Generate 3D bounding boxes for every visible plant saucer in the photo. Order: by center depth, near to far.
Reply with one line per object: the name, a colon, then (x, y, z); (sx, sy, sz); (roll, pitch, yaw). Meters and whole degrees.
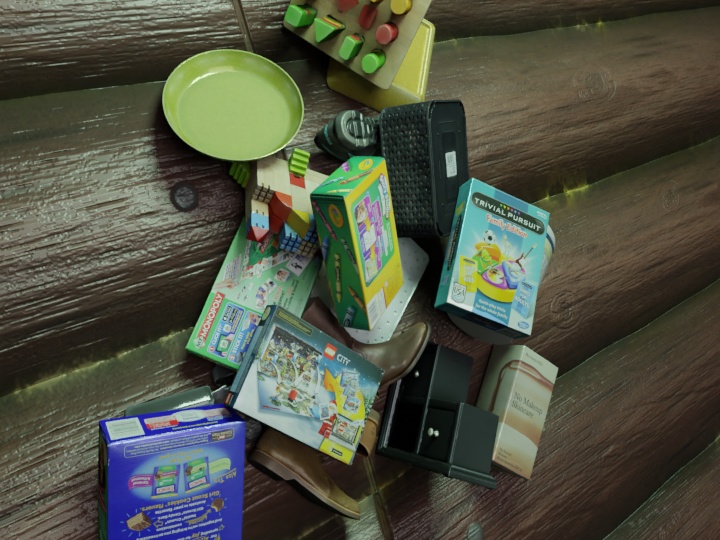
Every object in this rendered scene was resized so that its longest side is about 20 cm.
plant saucer: (-0.177, -0.227, 0.833); (0.192, 0.031, 0.206); (6, 60, -10)
plant saucer: (0.050, -0.378, 1.013); (0.195, 0.048, 0.208); (17, 76, -29)

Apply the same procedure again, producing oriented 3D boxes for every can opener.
can opener: (-0.220, 0.171, 0.797); (0.195, 0.053, 0.067); (-16, 58, -32)

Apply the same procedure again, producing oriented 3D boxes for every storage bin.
storage bin: (0.108, -0.163, 0.951); (0.134, 0.091, 0.208); (-22, 111, -53)

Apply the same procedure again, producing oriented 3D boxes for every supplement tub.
supplement tub: (0.242, 0.008, 1.026); (0.144, 0.144, 0.204); (37, 68, -21)

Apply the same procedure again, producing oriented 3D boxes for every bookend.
bookend: (0.128, 0.204, 0.905); (0.090, 0.198, 0.206); (21, 75, -26)

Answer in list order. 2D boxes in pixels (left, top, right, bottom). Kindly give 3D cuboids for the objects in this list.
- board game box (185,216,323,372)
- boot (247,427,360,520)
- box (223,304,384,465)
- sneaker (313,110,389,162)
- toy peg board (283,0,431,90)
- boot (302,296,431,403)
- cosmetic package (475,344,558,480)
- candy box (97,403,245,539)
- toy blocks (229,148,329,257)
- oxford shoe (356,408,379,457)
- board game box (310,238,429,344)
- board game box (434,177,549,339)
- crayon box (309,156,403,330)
board game box: (-0.142, 0.041, 0.828); (0.131, 0.029, 0.206); (21, 71, 0)
boot: (-0.066, 0.293, 0.859); (0.199, 0.073, 0.077); (41, 56, -18)
box: (-0.069, 0.156, 0.792); (0.198, 0.037, 0.140); (35, 67, -28)
sneaker: (0.007, -0.213, 0.959); (0.197, 0.078, 0.078); (2, 77, -50)
toy peg board: (-0.003, -0.401, 0.861); (0.196, 0.202, 0.098); (30, 26, -2)
boot: (-0.013, 0.092, 0.886); (0.187, 0.064, 0.200); (-46, 105, 0)
cosmetic package: (0.267, 0.247, 1.046); (0.101, 0.086, 0.206); (28, 71, -23)
candy box: (-0.232, 0.283, 0.728); (0.164, 0.076, 0.208); (-1, 99, -32)
toy blocks: (-0.085, -0.083, 0.832); (0.194, 0.101, 0.140); (15, 42, -26)
oxford shoe: (-0.057, 0.217, 0.851); (0.195, 0.071, 0.073); (25, 54, -21)
board game box: (0.000, 0.000, 0.952); (0.199, 0.026, 0.203); (40, 67, -20)
board game box: (0.207, -0.018, 0.914); (0.147, 0.047, 0.207); (20, 72, -14)
crayon box: (0.001, -0.037, 0.815); (0.119, 0.056, 0.206); (-48, 136, -47)
